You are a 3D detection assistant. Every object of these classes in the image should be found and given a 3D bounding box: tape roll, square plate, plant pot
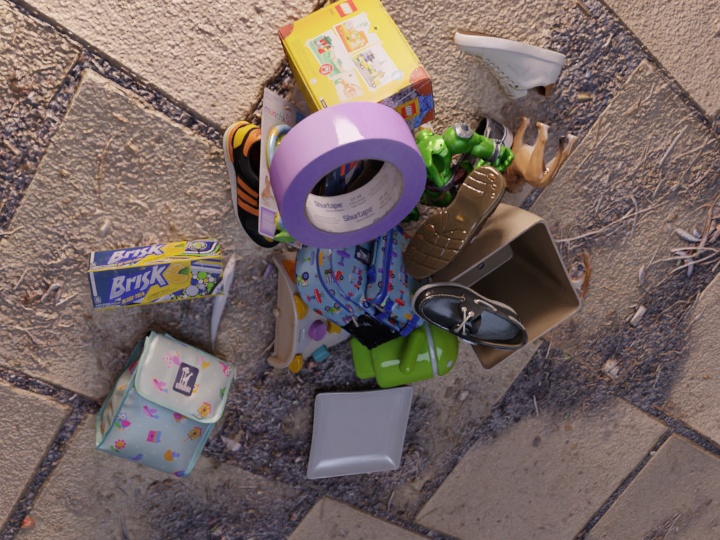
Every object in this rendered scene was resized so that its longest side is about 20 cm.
[{"bbox_3d":[-0.016,-0.116,0.907,0.195,0.067,0.202,-14,147,-9],"label":"tape roll"},{"bbox_3d":[-0.004,0.308,1.362,0.194,0.029,0.203,-1,117,-18],"label":"square plate"},{"bbox_3d":[0.219,0.003,1.189,0.197,0.178,0.202,-33,123,3],"label":"plant pot"}]

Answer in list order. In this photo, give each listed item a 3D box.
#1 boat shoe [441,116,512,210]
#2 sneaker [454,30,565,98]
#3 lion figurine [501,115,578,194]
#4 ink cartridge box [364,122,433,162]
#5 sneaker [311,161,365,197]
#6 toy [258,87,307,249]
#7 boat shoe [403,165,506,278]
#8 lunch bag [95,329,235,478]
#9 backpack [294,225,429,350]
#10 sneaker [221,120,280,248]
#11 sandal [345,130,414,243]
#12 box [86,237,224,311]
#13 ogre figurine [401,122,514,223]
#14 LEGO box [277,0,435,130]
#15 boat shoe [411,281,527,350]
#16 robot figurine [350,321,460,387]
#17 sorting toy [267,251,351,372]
[{"bbox_3d":[0.173,-0.153,1.155,0.067,0.072,0.203,23,105,-29],"label":"boat shoe"},{"bbox_3d":[0.226,-0.312,1.089,0.195,0.073,0.087,7,112,-23],"label":"sneaker"},{"bbox_3d":[0.271,-0.170,1.114,0.071,0.200,0.125,17,105,-4],"label":"lion figurine"},{"bbox_3d":[-0.002,-0.180,1.108,0.159,0.051,0.201,23,120,-27],"label":"ink cartridge box"},{"bbox_3d":[-0.024,-0.169,1.044,0.077,0.076,0.203,-1,128,-38],"label":"sneaker"},{"bbox_3d":[-0.094,-0.142,0.997,0.114,0.046,0.206,18,74,-62],"label":"toy"},{"bbox_3d":[0.146,-0.064,1.054,0.201,0.072,0.067,-48,157,15],"label":"boat shoe"},{"bbox_3d":[-0.316,0.211,1.154,0.168,0.122,0.203,28,97,-26],"label":"lunch bag"},{"bbox_3d":[0.000,0.000,1.104,0.198,0.187,0.133,33,144,-30],"label":"backpack"},{"bbox_3d":[-0.146,-0.116,1.046,0.069,0.089,0.205,-29,123,-29],"label":"sneaker"},{"bbox_3d":[0.032,-0.133,1.027,0.079,0.054,0.205,23,101,19],"label":"sandal"},{"bbox_3d":[-0.310,0.004,1.079,0.194,0.065,0.072,-7,120,-16],"label":"box"},{"bbox_3d":[0.124,-0.154,1.068,0.196,0.100,0.120,-9,146,32],"label":"ogre figurine"},{"bbox_3d":[-0.008,-0.267,0.953,0.146,0.203,0.078,-24,150,-3],"label":"LEGO box"},{"bbox_3d":[0.170,0.072,1.071,0.195,0.061,0.077,11,114,-22],"label":"boat shoe"},{"bbox_3d":[0.083,0.137,1.238,0.194,0.119,0.176,-12,166,2],"label":"robot figurine"},{"bbox_3d":[-0.057,0.071,1.196,0.176,0.106,0.205,-13,122,-34],"label":"sorting toy"}]
